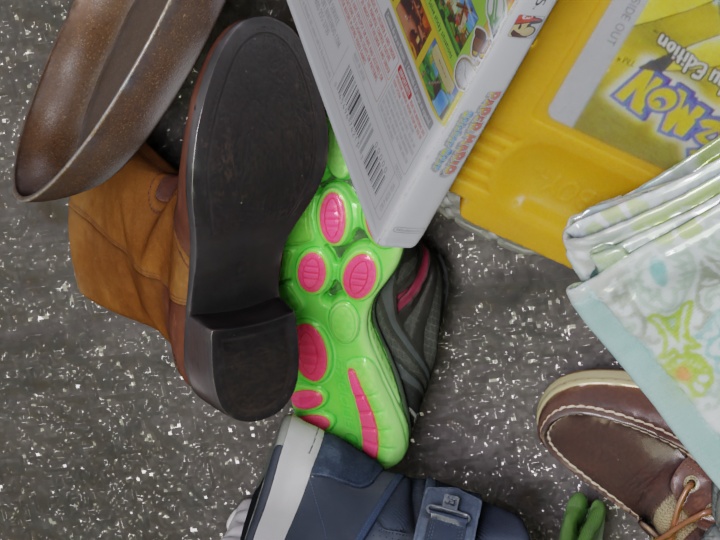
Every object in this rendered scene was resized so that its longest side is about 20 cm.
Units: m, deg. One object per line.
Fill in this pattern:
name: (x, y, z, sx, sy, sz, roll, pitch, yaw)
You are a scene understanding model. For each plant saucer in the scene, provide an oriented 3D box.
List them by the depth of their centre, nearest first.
plant saucer: (-0.100, -0.116, 1.242, 0.032, 0.201, 0.201, 28, 114, -18)

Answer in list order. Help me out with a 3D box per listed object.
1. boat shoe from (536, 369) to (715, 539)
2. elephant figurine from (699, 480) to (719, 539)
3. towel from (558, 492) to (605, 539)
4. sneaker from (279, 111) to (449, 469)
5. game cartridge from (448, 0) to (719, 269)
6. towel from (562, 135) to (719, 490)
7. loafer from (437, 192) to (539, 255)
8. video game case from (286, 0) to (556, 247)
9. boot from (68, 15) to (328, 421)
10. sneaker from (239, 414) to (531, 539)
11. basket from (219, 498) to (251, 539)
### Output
boat shoe: (0.173, 0.116, 1.305, 0.199, 0.072, 0.072, 28, 132, 0)
elephant figurine: (0.265, 0.079, 1.247, 0.155, 0.199, 0.143, 7, 102, 45)
towel: (0.089, 0.228, 1.317, 0.030, 0.149, 0.201, 12, 119, 5)
sneaker: (0.000, 0.000, 1.301, 0.076, 0.084, 0.201, 13, 128, 17)
game cartridge: (0.146, -0.073, 1.063, 0.175, 0.033, 0.201, 23, 118, -12)
towel: (0.195, 0.016, 1.074, 0.171, 0.048, 0.200, -30, 121, 18)
loafer: (0.101, -0.041, 1.287, 0.199, 0.070, 0.070, 23, 73, 12)
video game case: (0.020, -0.143, 1.081, 0.023, 0.201, 0.182, 2, 139, -27)
boot: (-0.083, -0.047, 1.278, 0.068, 0.200, 0.189, -13, 114, -22)
sneaker: (0.006, 0.163, 1.235, 0.145, 0.203, 0.077, 24, 132, -3)
basket: (-0.037, 0.256, 1.349, 0.160, 0.198, 0.201, 21, 112, 2)
